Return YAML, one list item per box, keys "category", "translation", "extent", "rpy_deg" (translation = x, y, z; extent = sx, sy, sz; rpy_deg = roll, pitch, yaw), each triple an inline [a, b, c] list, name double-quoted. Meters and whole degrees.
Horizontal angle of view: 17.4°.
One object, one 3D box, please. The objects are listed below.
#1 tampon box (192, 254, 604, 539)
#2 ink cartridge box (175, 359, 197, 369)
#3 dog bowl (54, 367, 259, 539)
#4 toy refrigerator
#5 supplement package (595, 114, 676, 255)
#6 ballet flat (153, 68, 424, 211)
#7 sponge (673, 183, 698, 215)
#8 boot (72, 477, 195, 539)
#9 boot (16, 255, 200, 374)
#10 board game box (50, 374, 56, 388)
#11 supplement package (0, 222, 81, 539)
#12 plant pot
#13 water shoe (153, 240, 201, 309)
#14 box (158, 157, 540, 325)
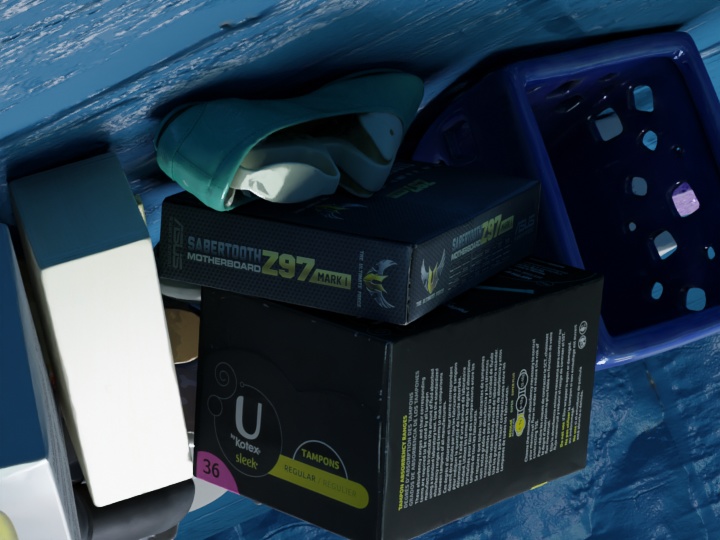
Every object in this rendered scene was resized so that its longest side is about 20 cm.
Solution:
- category: "tampon box"
  translation: [0.023, 0.064, 1.384]
  extent: [0.150, 0.127, 0.200]
  rpy_deg: [17, -159, 39]
- category: "ink cartridge box"
  translation: [-0.085, 0.052, 1.755]
  extent: [0.200, 0.041, 0.200]
  rpy_deg: [-28, -171, 33]
- category: "dog bowl"
  translation: [-0.158, 0.131, 1.651]
  extent: [0.199, 0.059, 0.200]
  rpy_deg: [-9, 153, -4]
- category: "toy refrigerator"
  translation: [-0.142, 0.036, 1.334]
  extent: [0.070, 0.076, 0.200]
  rpy_deg: [-17, 136, -10]
- category: "supplement package"
  translation: [0.129, -0.020, 1.795]
  extent: [0.109, 0.114, 0.200]
  rpy_deg: [-18, 169, -31]
- category: "ballet flat"
  translation: [-0.025, -0.066, 1.320]
  extent: [0.200, 0.070, 0.067]
  rpy_deg: [-13, 141, -43]
- category: "sponge"
  translation: [0.324, -0.082, 2.136]
  extent: [0.200, 0.030, 0.112]
  rpy_deg: [-17, 169, -29]
- category: "boot"
  translation: [-0.174, 0.159, 1.497]
  extent: [0.165, 0.066, 0.200]
  rpy_deg: [-14, 172, 36]
- category: "boot"
  translation: [-0.202, 0.026, 1.460]
  extent: [0.201, 0.071, 0.144]
  rpy_deg: [9, -178, -24]
- category: "board game box"
  translation: [-0.250, 0.076, 1.653]
  extent: [0.200, 0.056, 0.196]
  rpy_deg: [-27, 168, 27]
- category: "supplement package"
  translation: [-0.260, 0.102, 1.280]
  extent: [0.191, 0.147, 0.200]
  rpy_deg: [-12, 151, -6]
- category: "plant pot"
  translation: [0.130, -0.028, 1.547]
  extent: [0.200, 0.201, 0.180]
  rpy_deg: [-14, 173, -43]
- category: "water shoe"
  translation: [-0.061, 0.012, 1.456]
  extent: [0.200, 0.071, 0.079]
  rpy_deg: [-13, 125, -54]
- category: "box"
  translation: [-0.002, -0.025, 1.364]
  extent: [0.157, 0.051, 0.200]
  rpy_deg: [11, -163, 23]
